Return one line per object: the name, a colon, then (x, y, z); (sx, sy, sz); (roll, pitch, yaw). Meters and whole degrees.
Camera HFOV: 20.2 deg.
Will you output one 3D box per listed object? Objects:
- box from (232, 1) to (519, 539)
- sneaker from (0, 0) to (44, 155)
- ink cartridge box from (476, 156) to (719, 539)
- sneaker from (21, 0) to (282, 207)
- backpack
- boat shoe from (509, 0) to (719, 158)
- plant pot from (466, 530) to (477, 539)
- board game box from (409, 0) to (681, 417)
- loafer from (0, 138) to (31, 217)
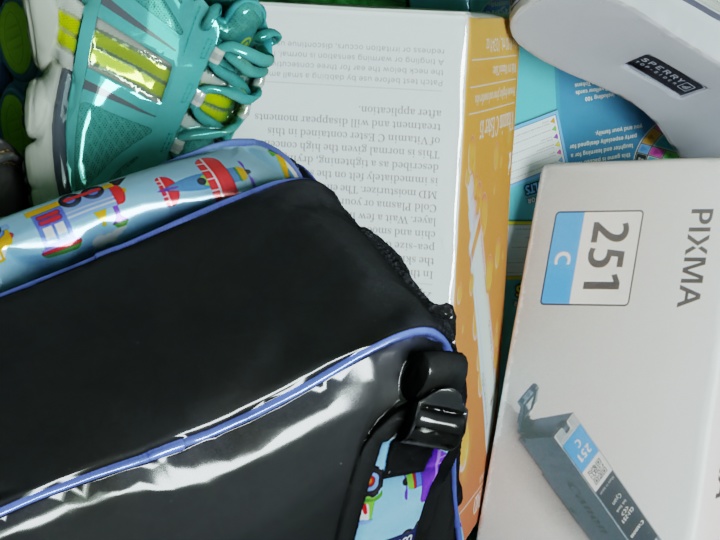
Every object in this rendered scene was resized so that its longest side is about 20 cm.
box: (0.000, 0.000, 0.767); (0.097, 0.124, 0.200); (5, 98, 12)
sneaker: (-0.101, -0.040, 0.761); (0.083, 0.071, 0.200); (-36, 113, -42)
ink cartridge box: (0.137, 0.056, 0.760); (0.045, 0.176, 0.200); (30, 66, -51)
sneaker: (-0.067, -0.065, 0.674); (0.078, 0.080, 0.200); (-26, 113, -70)
backpack: (-0.058, 0.084, 0.627); (0.182, 0.135, 0.200); (-24, 138, -16)
boat shoe: (0.133, -0.098, 0.821); (0.200, 0.071, 0.070); (23, 60, -38)
plant pot: (0.074, 0.247, 0.806); (0.196, 0.200, 0.197); (-30, 111, -33)
board game box: (0.101, -0.035, 0.879); (0.151, 0.047, 0.200); (-10, 103, -28)
loafer: (-0.112, 0.036, 0.712); (0.073, 0.072, 0.200); (-49, 148, -35)
